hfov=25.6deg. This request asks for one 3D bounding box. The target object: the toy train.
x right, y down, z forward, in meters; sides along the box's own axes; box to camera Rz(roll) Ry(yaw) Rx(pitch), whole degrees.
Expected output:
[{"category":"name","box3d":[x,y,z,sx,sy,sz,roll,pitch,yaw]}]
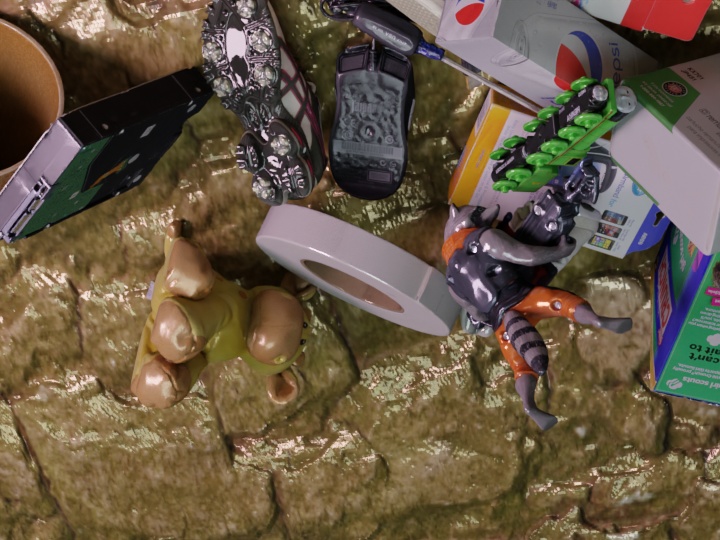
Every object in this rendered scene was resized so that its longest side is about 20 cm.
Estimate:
[{"category":"toy train","box3d":[0.166,-0.109,1.313,0.056,0.042,0.200,2,163,-20]}]

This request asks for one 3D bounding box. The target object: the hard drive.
[{"category":"hard drive","box3d":[-0.225,-0.102,1.375,0.038,0.200,0.140,48,125,5]}]

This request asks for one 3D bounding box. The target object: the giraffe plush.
[{"category":"giraffe plush","box3d":[-0.121,0.054,1.506,0.160,0.200,0.174,14,105,-12]}]

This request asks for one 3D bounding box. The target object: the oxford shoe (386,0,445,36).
[{"category":"oxford shoe","box3d":[0.017,-0.266,1.293,0.199,0.075,0.058,37,82,-4]}]

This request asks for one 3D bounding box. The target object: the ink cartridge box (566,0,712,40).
[{"category":"ink cartridge box","box3d":[0.192,-0.271,1.263,0.198,0.068,0.117,16,130,-6]}]

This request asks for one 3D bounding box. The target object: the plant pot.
[{"category":"plant pot","box3d":[-0.368,-0.097,1.419,0.184,0.188,0.201,16,143,-7]}]

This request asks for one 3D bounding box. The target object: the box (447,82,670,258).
[{"category":"box","box3d":[0.191,-0.086,1.436,0.198,0.042,0.120,16,129,-9]}]

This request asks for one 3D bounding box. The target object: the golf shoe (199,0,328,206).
[{"category":"golf shoe","box3d":[-0.081,-0.160,1.389,0.076,0.088,0.202,-6,107,27]}]

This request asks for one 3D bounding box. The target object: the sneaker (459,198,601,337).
[{"category":"sneaker","box3d":[0.150,-0.002,1.431,0.074,0.082,0.200,16,150,-23]}]

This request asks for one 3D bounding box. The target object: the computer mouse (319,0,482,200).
[{"category":"computer mouse","box3d":[0.040,-0.158,1.392,0.139,0.046,0.202,3,118,10]}]

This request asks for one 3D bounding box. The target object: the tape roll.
[{"category":"tape roll","box3d":[0.000,0.000,1.449,0.201,0.037,0.203,25,170,5]}]

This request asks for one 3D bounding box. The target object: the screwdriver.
[{"category":"screwdriver","box3d":[0.085,-0.175,1.333,0.198,0.028,0.029,23,91,-3]}]

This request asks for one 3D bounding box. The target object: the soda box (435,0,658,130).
[{"category":"soda box","box3d":[0.155,-0.177,1.290,0.199,0.064,0.068,24,167,-40]}]

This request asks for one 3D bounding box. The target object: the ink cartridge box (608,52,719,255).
[{"category":"ink cartridge box","box3d":[0.325,-0.109,1.282,0.198,0.147,0.084,-17,133,-21]}]

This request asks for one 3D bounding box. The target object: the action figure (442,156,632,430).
[{"category":"action figure","box3d":[0.138,0.002,1.321,0.104,0.194,0.201,-4,132,-40]}]

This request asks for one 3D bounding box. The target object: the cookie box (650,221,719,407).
[{"category":"cookie box","box3d":[0.317,-0.012,1.395,0.074,0.172,0.201,12,130,-1]}]
